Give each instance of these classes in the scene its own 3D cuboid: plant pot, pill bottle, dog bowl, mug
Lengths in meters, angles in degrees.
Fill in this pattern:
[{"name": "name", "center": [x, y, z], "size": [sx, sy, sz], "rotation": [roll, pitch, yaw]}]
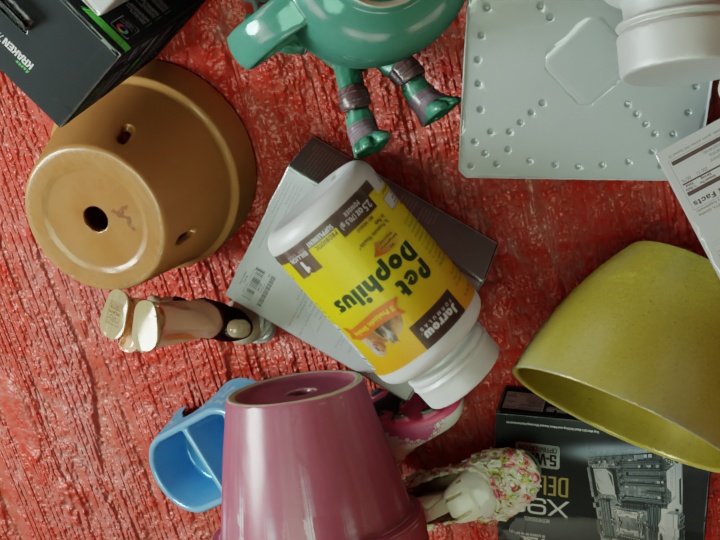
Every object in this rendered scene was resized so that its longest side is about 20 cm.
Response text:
[{"name": "plant pot", "center": [-0.211, -0.075, 1.071], "size": [0.198, 0.140, 0.202], "rotation": [8, 119, 15]}, {"name": "plant pot", "center": [-0.046, 0.192, 1.067], "size": [0.198, 0.200, 0.181], "rotation": [-7, 97, 21]}, {"name": "plant pot", "center": [0.246, 0.062, 0.980], "size": [0.199, 0.200, 0.143], "rotation": [26, 80, 3]}, {"name": "pill bottle", "center": [0.024, 0.016, 0.972], "size": [0.109, 0.109, 0.200], "rotation": [-36, 102, 29]}, {"name": "dog bowl", "center": [-0.145, 0.185, 1.209], "size": [0.199, 0.049, 0.112], "rotation": [-30, 92, 42]}, {"name": "pill bottle", "center": [0.218, -0.236, 0.819], "size": [0.113, 0.114, 0.202], "rotation": [-4, 87, 19]}, {"name": "mug", "center": [0.002, -0.214, 0.859], "size": [0.151, 0.114, 0.186], "rotation": [22, 92, -8]}]

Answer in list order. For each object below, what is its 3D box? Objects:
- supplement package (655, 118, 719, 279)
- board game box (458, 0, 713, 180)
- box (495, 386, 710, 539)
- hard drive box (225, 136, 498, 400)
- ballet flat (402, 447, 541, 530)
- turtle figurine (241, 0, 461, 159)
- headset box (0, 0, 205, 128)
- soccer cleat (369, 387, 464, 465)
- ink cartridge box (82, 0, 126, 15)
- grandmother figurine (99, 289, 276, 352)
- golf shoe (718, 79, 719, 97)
[{"name": "supplement package", "center": [0.335, -0.082, 0.854], "size": [0.199, 0.156, 0.112], "rotation": [-28, 83, 20]}, {"name": "board game box", "center": [0.180, -0.170, 0.936], "size": [0.198, 0.026, 0.202], "rotation": [1, 118, 0]}, {"name": "box", "center": [0.230, 0.198, 1.125], "size": [0.198, 0.050, 0.159], "rotation": [5, 118, 16]}, {"name": "hard drive box", "center": [0.000, 0.000, 1.079], "size": [0.199, 0.077, 0.156], "rotation": [31, 122, 0]}, {"name": "ballet flat", "center": [0.093, 0.221, 1.133], "size": [0.200, 0.064, 0.076], "rotation": [-32, 86, 52]}, {"name": "turtle figurine", "center": [-0.008, -0.201, 0.964], "size": [0.149, 0.101, 0.201], "rotation": [-29, 88, 9]}, {"name": "headset box", "center": [-0.245, -0.234, 0.963], "size": [0.174, 0.200, 0.093], "rotation": [45, 121, -8]}, {"name": "soccer cleat", "center": [0.026, 0.163, 1.168], "size": [0.199, 0.070, 0.087], "rotation": [-17, 119, 30]}, {"name": "ink cartridge box", "center": [-0.144, -0.291, 0.899], "size": [0.146, 0.200, 0.084], "rotation": [-37, 101, 29]}, {"name": "grandmother figurine", "center": [-0.150, 0.047, 1.095], "size": [0.121, 0.199, 0.061], "rotation": [27, 102, 32]}, {"name": "golf shoe", "center": [0.304, -0.216, 0.873], "size": [0.087, 0.077, 0.201], "rotation": [24, 113, 4]}]
